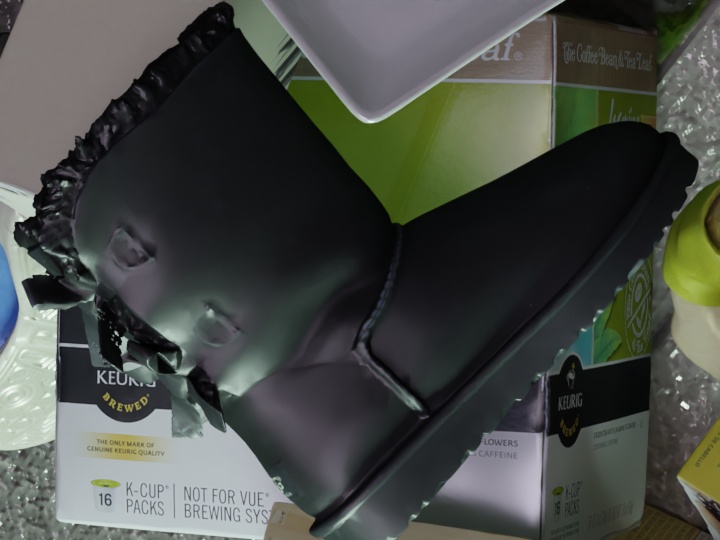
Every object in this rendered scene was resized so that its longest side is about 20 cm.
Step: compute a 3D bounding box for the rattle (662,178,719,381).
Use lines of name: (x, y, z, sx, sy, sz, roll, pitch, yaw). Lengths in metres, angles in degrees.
rattle: (0.218, 0.012, 1.005, 0.199, 0.143, 0.131, 24, 132, 25)

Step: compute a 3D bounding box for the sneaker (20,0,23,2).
sneaker: (-0.166, -0.189, 1.134, 0.077, 0.085, 0.201, -21, 100, 28)

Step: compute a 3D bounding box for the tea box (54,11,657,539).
tea box: (0.000, 0.000, 1.077, 0.199, 0.133, 0.198, 3, 94, 23)

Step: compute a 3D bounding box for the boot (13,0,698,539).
boot: (-0.003, -0.019, 0.928, 0.162, 0.073, 0.198, 44, 76, -5)

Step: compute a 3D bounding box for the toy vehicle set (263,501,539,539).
toy vehicle set: (0.043, 0.142, 1.050, 0.123, 0.027, 0.200, 7, 156, 15)

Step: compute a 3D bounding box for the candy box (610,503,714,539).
candy box: (0.118, 0.164, 1.155, 0.199, 0.055, 0.116, 24, 116, 14)

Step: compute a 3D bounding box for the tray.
tray: (-0.016, -0.144, 0.934, 0.200, 0.107, 0.022, 52, 163, 16)

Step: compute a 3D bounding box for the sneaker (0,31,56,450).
sneaker: (-0.145, -0.017, 1.200, 0.200, 0.076, 0.112, 102, 150, -52)

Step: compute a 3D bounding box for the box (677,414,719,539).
box: (0.204, 0.113, 0.961, 0.199, 0.075, 0.050, 30, 76, 35)

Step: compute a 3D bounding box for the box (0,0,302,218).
box: (-0.060, -0.106, 0.996, 0.082, 0.068, 0.201, 19, 83, 25)
